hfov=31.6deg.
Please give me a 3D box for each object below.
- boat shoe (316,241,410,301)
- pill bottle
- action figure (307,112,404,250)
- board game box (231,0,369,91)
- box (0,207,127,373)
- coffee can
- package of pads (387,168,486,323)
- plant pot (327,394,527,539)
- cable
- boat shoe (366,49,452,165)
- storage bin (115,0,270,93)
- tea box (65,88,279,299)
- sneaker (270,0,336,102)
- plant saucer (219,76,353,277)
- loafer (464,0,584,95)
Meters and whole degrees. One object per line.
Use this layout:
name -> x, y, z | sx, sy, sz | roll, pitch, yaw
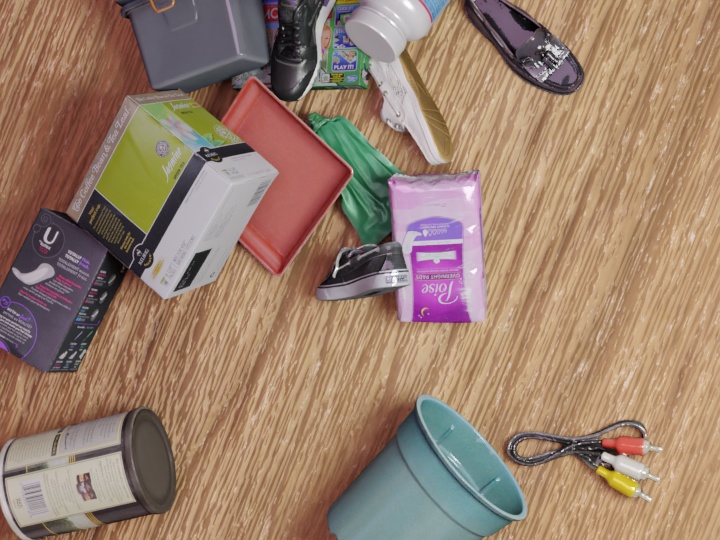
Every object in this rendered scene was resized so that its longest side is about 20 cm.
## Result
boat shoe -> -0.002, 0.000, 1.667 | 0.073, 0.199, 0.068 | -4, 84, -24
pill bottle -> 0.067, -0.377, 1.683 | 0.108, 0.109, 0.200 | 31, 75, 13
action figure -> -0.006, -0.139, 1.734 | 0.118, 0.055, 0.200 | -40, 83, 9
board game box -> -0.081, -0.317, 1.759 | 0.199, 0.029, 0.135 | 2, 87, 24
box -> -0.424, 0.030, 1.788 | 0.122, 0.106, 0.201 | 28, 92, 11
coffee can -> -0.372, 0.278, 1.738 | 0.199, 0.146, 0.147 | -14, 83, 12
package of pads -> 0.101, -0.032, 1.662 | 0.120, 0.076, 0.201 | -1, 106, 9
plant pot -> 0.075, 0.298, 1.624 | 0.196, 0.200, 0.200 | -44, 78, 15
cable -> 0.291, 0.228, 1.642 | 0.199, 0.050, 0.098 | 13, 88, 12
boat shoe -> 0.061, -0.218, 1.720 | 0.069, 0.071, 0.201 | -32, 66, 20
storage bin -> -0.221, -0.328, 1.737 | 0.199, 0.145, 0.135 | -16, 85, 25
tea box -> -0.255, -0.106, 1.717 | 0.197, 0.134, 0.200 | 40, 115, 12
sneaker -> -0.091, -0.329, 1.700 | 0.075, 0.087, 0.201 | 15, 92, 24
plant saucer -> -0.122, -0.129, 1.740 | 0.200, 0.037, 0.200 | 44, 118, 13
loafer -> 0.213, -0.308, 1.693 | 0.200, 0.063, 0.072 | 43, 96, 12
